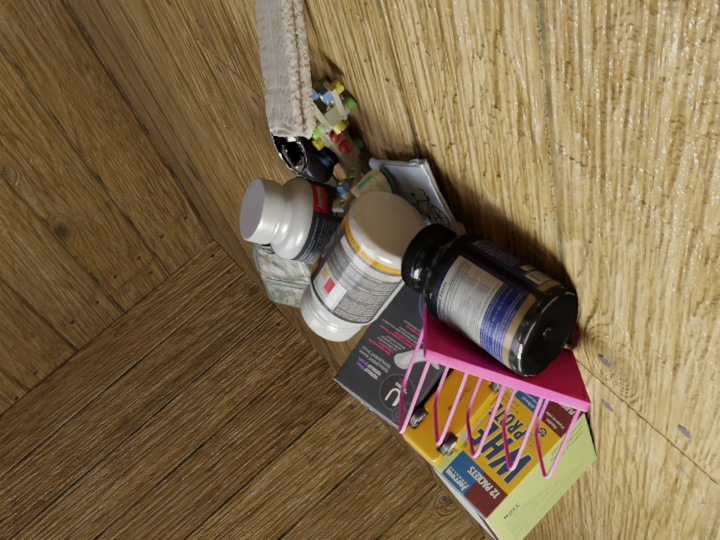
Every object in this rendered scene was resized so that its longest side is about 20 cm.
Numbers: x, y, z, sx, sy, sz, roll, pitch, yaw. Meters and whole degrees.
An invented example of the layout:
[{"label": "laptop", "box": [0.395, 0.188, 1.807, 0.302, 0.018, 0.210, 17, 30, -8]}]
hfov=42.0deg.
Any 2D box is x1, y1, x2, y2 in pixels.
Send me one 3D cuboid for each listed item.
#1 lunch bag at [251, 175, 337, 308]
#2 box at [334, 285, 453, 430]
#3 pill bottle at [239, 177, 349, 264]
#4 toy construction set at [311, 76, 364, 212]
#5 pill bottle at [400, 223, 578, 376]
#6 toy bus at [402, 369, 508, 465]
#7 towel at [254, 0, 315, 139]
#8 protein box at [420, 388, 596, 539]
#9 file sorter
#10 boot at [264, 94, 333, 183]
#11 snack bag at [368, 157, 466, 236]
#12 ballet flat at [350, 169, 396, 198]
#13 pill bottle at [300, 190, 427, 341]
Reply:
[{"label": "lunch bag", "box": [-0.096, -0.061, 1.619, 0.137, 0.201, 0.169, 12, 142, 25]}, {"label": "box", "box": [0.074, 0.111, 1.304, 0.121, 0.201, 0.106, 34, 172, 19]}, {"label": "pill bottle", "box": [-0.070, -0.070, 1.378, 0.197, 0.122, 0.119, 11, -170, -29]}, {"label": "toy construction set", "box": [-0.034, -0.178, 1.298, 0.131, 0.091, 0.202, 36, 151, 56]}, {"label": "pill bottle", "box": [0.144, 0.026, 1.095, 0.199, 0.112, 0.112, 35, 162, 35]}, {"label": "toy bus", "box": [0.143, 0.168, 1.259, 0.065, 0.200, 0.078, 38, 170, 20]}, {"label": "towel", "box": [-0.094, -0.268, 1.177, 0.132, 0.034, 0.204, -157, 60, -66]}, {"label": "protein box", "box": [0.218, 0.265, 1.349, 0.135, 0.198, 0.201, 41, 171, 32]}, {"label": "file sorter", "box": [0.153, 0.149, 1.135, 0.197, 0.127, 0.139, 18, -160, -3]}, {"label": "boot", "box": [-0.096, -0.184, 1.407, 0.201, 0.068, 0.175, 59, -170, -29]}, {"label": "snack bag", "box": [0.090, -0.066, 1.245, 0.202, 0.021, 0.188, 60, 166, -17]}, {"label": "ballet flat", "box": [0.029, -0.055, 1.301, 0.067, 0.062, 0.202, 42, 160, 45]}, {"label": "pill bottle", "box": [0.000, 0.000, 1.232, 0.117, 0.116, 0.201, 48, 135, 11]}]
